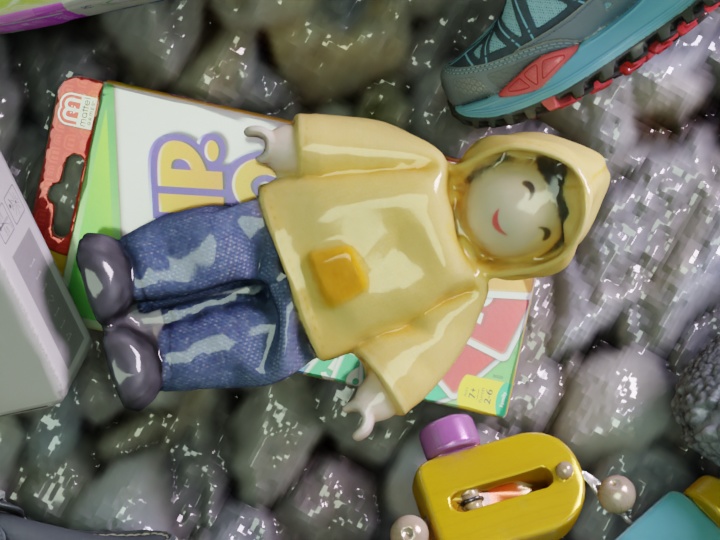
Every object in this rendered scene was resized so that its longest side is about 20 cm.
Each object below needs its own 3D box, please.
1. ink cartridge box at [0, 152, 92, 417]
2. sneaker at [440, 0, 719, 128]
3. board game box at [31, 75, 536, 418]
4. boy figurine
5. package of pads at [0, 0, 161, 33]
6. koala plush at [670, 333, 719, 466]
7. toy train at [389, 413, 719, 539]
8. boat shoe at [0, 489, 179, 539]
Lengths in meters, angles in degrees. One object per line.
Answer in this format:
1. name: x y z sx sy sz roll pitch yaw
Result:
1. ink cartridge box: -0.218 -0.025 0.965 0.175 0.045 0.201 -13 117 19
2. sneaker: 0.097 -0.130 0.972 0.200 0.079 0.096 -36 85 33
3. board game box: -0.030 -0.010 1.024 0.199 0.030 0.096 12 93 0
4. boy figurine: 0.000 0.000 0.982 0.199 0.064 0.125 -14 92 2
5. package of pads: -0.062 -0.136 0.949 0.199 0.155 0.069 -13 94 -1
6. koala plush: 0.252 0.032 0.971 0.183 0.177 0.201 32 92 -15
7. toy train: 0.068 0.139 1.003 0.199 0.056 0.151 10 65 -1
8. boat shoe: -0.162 0.108 1.005 0.199 0.073 0.062 -3 98 4
